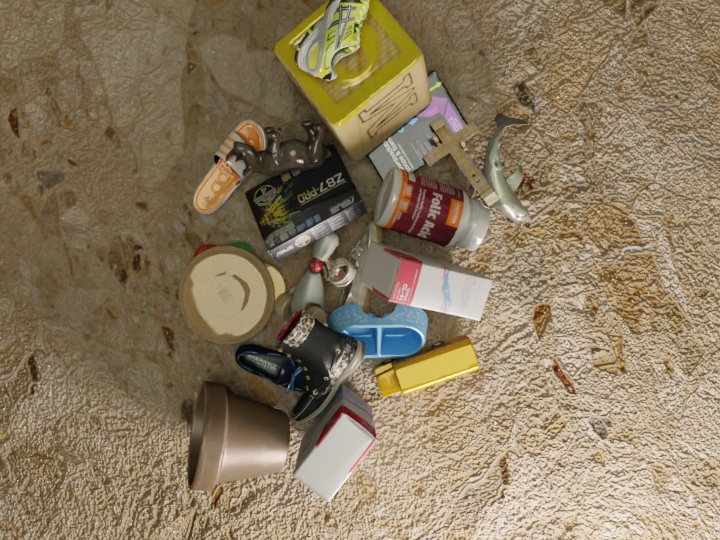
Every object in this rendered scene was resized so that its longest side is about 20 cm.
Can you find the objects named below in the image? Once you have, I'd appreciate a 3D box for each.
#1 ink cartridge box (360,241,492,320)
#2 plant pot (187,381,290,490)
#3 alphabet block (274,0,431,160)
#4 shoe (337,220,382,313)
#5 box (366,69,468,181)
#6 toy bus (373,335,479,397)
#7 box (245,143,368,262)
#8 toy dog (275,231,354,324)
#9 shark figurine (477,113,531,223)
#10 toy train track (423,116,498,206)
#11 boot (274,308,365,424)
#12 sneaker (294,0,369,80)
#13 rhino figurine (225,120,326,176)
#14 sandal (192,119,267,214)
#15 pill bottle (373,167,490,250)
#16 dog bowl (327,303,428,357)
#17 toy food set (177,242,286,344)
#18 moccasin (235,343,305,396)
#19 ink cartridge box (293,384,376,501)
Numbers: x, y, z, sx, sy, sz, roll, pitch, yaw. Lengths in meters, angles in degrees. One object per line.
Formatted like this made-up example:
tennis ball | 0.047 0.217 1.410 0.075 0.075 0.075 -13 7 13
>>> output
ink cartridge box | 0.119 0.019 1.307 0.198 0.147 0.087 15 97 -24
plant pot | -0.232 0.323 1.362 0.173 0.200 0.203 9 95 -19
alphabet block | -0.007 -0.348 1.266 0.196 0.200 0.196 -39 78 2
shoe | 0.000 0.000 1.375 0.053 0.070 0.203 10 97 -20
box | 0.097 -0.271 1.374 0.199 0.036 0.144 -33 93 5
toy bus | 0.127 0.191 1.386 0.198 0.078 0.066 -19 94 2
box | -0.105 -0.129 1.340 0.198 0.049 0.162 -27 58 3
toy dog | -0.076 0.027 1.368 0.200 0.096 0.132 -50 62 19
shark figurine | 0.251 -0.191 1.351 0.127 0.089 0.217 -10 96 -27
toy train track | 0.188 -0.206 1.305 0.114 0.033 0.201 -35 70 8
boot | -0.105 0.178 1.323 0.153 0.074 0.204 34 105 -22
sneaker | -0.022 -0.397 1.144 0.076 0.075 0.201 37 100 6
rhino figurine | -0.156 -0.220 1.321 0.197 0.060 0.088 -9 118 3
sandal | -0.254 -0.195 1.370 0.079 0.059 0.208 35 94 -2
pill bottle | 0.135 -0.111 1.336 0.198 0.114 0.116 16 94 -13
dog bowl | 0.035 0.120 1.367 0.197 0.050 0.112 -1 133 0
toy food set | -0.262 0.044 1.394 0.197 0.049 0.201 37 94 -2
moccasin | -0.155 0.203 1.394 0.197 0.068 0.081 13 94 -3
ink cartridge box | -0.046 0.316 1.330 0.085 0.200 0.148 37 94 -3
